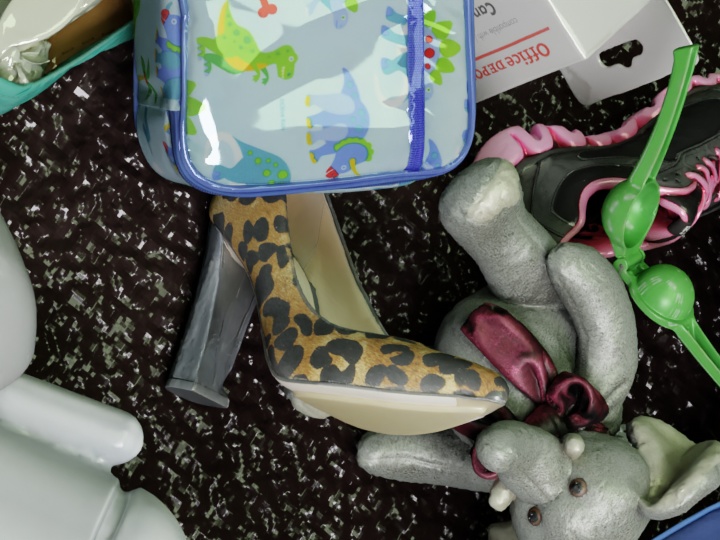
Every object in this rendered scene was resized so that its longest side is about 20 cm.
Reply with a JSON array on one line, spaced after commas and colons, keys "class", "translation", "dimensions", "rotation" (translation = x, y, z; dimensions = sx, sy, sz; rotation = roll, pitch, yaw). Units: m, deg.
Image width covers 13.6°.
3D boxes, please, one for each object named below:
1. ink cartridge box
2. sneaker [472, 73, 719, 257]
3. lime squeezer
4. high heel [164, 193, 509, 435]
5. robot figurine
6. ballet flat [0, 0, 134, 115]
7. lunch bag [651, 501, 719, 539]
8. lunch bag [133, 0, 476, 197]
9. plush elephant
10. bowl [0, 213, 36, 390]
[{"class": "ink cartridge box", "translation": [0.070, -0.159, 1.528], "dimensions": [0.067, 0.116, 0.200], "rotation": [-42, 102, -29]}, {"class": "sneaker", "translation": [0.156, -0.043, 1.560], "dimensions": [0.199, 0.095, 0.079], "rotation": [-18, 120, -27]}, {"class": "lime squeezer", "translation": [0.157, -0.008, 1.478], "dimensions": [0.038, 0.070, 0.201], "rotation": [-34, 111, -69]}, {"class": "high heel", "translation": [0.000, 0.000, 1.423], "dimensions": [0.071, 0.199, 0.143], "rotation": [33, 68, -49]}, {"class": "robot figurine", "translation": [-0.159, 0.132, 1.339], "dimensions": [0.199, 0.113, 0.170], "rotation": [23, 84, -2]}, {"class": "ballet flat", "translation": [-0.124, -0.137, 1.444], "dimensions": [0.200, 0.070, 0.068], "rotation": [-40, 101, -28]}, {"class": "lunch bag", "translation": [0.166, 0.204, 1.468], "dimensions": [0.199, 0.133, 0.136], "rotation": [-27, 68, -35]}, {"class": "lunch bag", "translation": [-0.023, -0.137, 1.406], "dimensions": [0.160, 0.082, 0.201], "rotation": [-2, 97, -21]}, {"class": "plush elephant", "translation": [0.083, 0.080, 1.465], "dimensions": [0.165, 0.155, 0.200], "rotation": [-42, 125, 15]}, {"class": "bowl", "translation": [-0.249, -0.020, 1.305], "dimensions": [0.199, 0.075, 0.200], "rotation": [-19, 63, -29]}]
